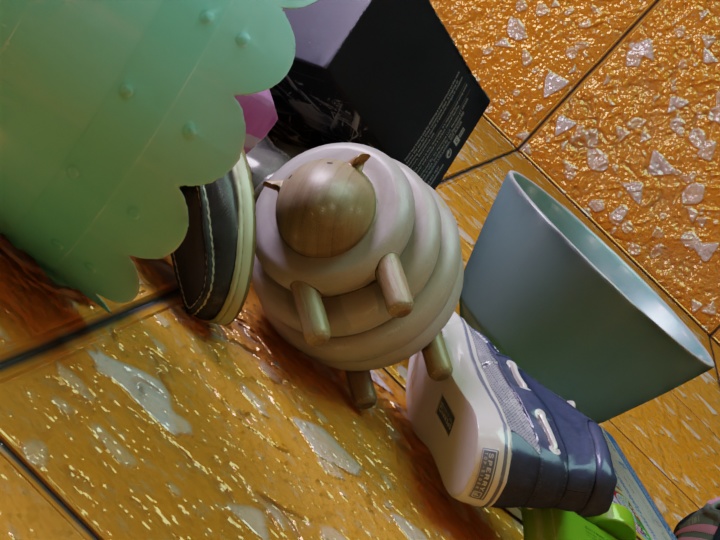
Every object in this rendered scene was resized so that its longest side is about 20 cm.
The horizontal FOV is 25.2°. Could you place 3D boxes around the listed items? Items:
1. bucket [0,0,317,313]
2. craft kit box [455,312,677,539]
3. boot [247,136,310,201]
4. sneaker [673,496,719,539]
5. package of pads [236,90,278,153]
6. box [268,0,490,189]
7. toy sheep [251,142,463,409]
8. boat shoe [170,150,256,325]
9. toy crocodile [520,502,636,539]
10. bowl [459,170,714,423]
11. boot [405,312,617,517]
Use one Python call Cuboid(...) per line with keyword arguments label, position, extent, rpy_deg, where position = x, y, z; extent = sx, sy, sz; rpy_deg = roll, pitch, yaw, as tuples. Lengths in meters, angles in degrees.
Cuboid(label="bucket", position=(-0.118, -0.101, 0.726), extent=(0.134, 0.208, 0.207), rpy_deg=(32, 14, -14))
Cuboid(label="craft kit box", position=(0.134, 0.132, 1.132), extent=(0.197, 0.049, 0.200), rpy_deg=(41, 11, -26))
Cuboid(label="boot", position=(-0.106, -0.111, 1.146), extent=(0.200, 0.073, 0.182), rpy_deg=(39, 9, 12))
Cuboid(label="sneaker", position=(0.269, 0.213, 1.198), extent=(0.070, 0.082, 0.200), rpy_deg=(43, 12, -2))
Cuboid(label="package of pads", position=(-0.151, -0.143, 0.973), extent=(0.199, 0.076, 0.121), rpy_deg=(19, 34, -43))
Cuboid(label="box", position=(-0.035, -0.162, 1.191), extent=(0.199, 0.104, 0.182), rpy_deg=(23, -17, 36))
Cuboid(label="toy sheep", position=(0.000, 0.000, 0.948), extent=(0.138, 0.138, 0.200), rpy_deg=(51, -8, 31))
Cuboid(label="boat shoe", position=(-0.103, -0.067, 0.877), extent=(0.066, 0.072, 0.202), rpy_deg=(3, 69, -29))
Cuboid(label="toy crocodile", position=(0.167, 0.196, 0.982), extent=(0.199, 0.062, 0.068), rpy_deg=(30, 36, -31))
Cuboid(label="bowl", position=(0.146, 0.033, 1.161), extent=(0.201, 0.105, 0.201), rpy_deg=(42, 12, -11))
Cuboid(label="boot", position=(0.087, 0.088, 0.981), extent=(0.090, 0.073, 0.200), rpy_deg=(13, 23, -14))
